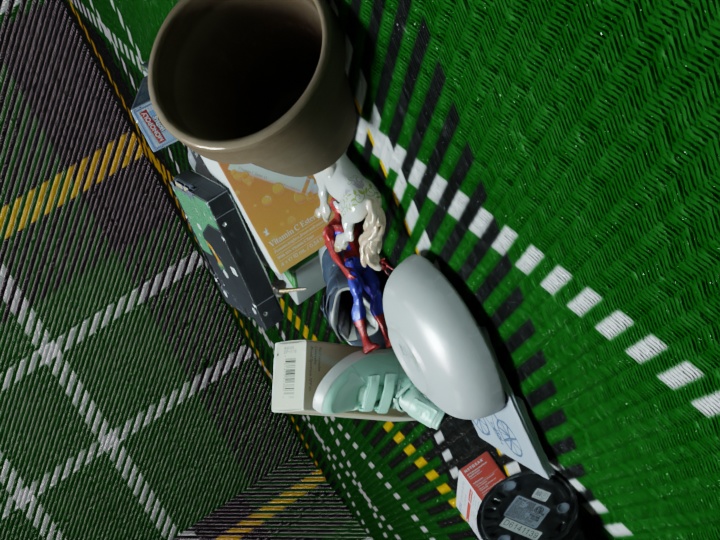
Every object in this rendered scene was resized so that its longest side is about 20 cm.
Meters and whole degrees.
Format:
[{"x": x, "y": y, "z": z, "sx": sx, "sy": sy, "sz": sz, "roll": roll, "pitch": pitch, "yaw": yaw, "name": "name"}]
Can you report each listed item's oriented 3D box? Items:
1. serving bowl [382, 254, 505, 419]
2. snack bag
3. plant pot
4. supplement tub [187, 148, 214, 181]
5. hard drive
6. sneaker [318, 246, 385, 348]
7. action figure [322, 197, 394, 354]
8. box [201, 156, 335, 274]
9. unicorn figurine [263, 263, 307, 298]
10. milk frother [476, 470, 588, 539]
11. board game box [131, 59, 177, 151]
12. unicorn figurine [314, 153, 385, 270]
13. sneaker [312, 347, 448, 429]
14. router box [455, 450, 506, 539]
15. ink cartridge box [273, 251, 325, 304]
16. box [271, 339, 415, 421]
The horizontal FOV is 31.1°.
[{"x": 0.080, "y": 0.085, "z": 1.443, "sx": 0.201, "sy": 0.065, "sz": 0.200, "roll": 57, "pitch": 167, "yaw": 20, "name": "serving bowl"}, {"x": 0.143, "y": 0.132, "z": 1.493, "sx": 0.201, "sy": 0.021, "sz": 0.188, "roll": 64, "pitch": 167, "yaw": -15, "name": "snack bag"}, {"x": -0.088, "y": -0.179, "z": 1.294, "sx": 0.201, "sy": 0.200, "sz": 0.175, "roll": 52, "pitch": -175, "yaw": 28, "name": "plant pot"}, {"x": -0.145, "y": -0.117, "z": 1.817, "sx": 0.201, "sy": 0.122, "sz": 0.123, "roll": 55, "pitch": 169, "yaw": 18, "name": "supplement tub"}, {"x": -0.176, "y": -0.029, "z": 1.709, "sx": 0.139, "sy": 0.038, "sz": 0.201, "roll": 27, "pitch": 145, "yaw": 58, "name": "hard drive"}, {"x": -0.001, "y": 0.070, "z": 1.736, "sx": 0.147, "sy": 0.076, "sz": 0.203, "roll": -108, "pitch": -3, "yaw": -52, "name": "sneaker"}, {"x": 0.000, "y": 0.000, "z": 1.627, "sx": 0.052, "sy": 0.065, "sz": 0.202, "roll": -36, "pitch": 71, "yaw": 55, "name": "action figure"}, {"x": -0.113, "y": -0.117, "z": 1.670, "sx": 0.201, "sy": 0.124, "sz": 0.097, "roll": 61, "pitch": 168, "yaw": -19, "name": "box"}, {"x": -0.167, "y": -0.012, "z": 1.865, "sx": 0.199, "sy": 0.074, "sz": 0.137, "roll": 35, "pitch": -169, "yaw": 1, "name": "unicorn figurine"}, {"x": 0.195, "y": 0.369, "z": 1.449, "sx": 0.180, "sy": 0.199, "sz": 0.189, "roll": 37, "pitch": 158, "yaw": 51, "name": "milk frother"}, {"x": -0.179, "y": -0.226, "z": 1.460, "sx": 0.200, "sy": 0.199, "sz": 0.062, "roll": 42, "pitch": 162, "yaw": 53, "name": "board game box"}, {"x": -0.029, "y": -0.101, "z": 1.477, "sx": 0.199, "sy": 0.074, "sz": 0.138, "roll": 37, "pitch": 148, "yaw": 26, "name": "unicorn figurine"}, {"x": 0.043, "y": 0.156, "z": 1.621, "sx": 0.118, "sy": 0.199, "sz": 0.074, "roll": 41, "pitch": 131, "yaw": 36, "name": "sneaker"}, {"x": 0.203, "y": 0.359, "z": 1.778, "sx": 0.180, "sy": 0.049, "sz": 0.200, "roll": 54, "pitch": 169, "yaw": 20, "name": "router box"}, {"x": -0.120, "y": -0.069, "z": 1.942, "sx": 0.201, "sy": 0.083, "sz": 0.147, "roll": 54, "pitch": 169, "yaw": 16, "name": "ink cartridge box"}, {"x": -0.013, "y": 0.147, "z": 1.709, "sx": 0.077, "sy": 0.198, "sz": 0.096, "roll": -10, "pitch": 76, "yaw": 53, "name": "box"}]
